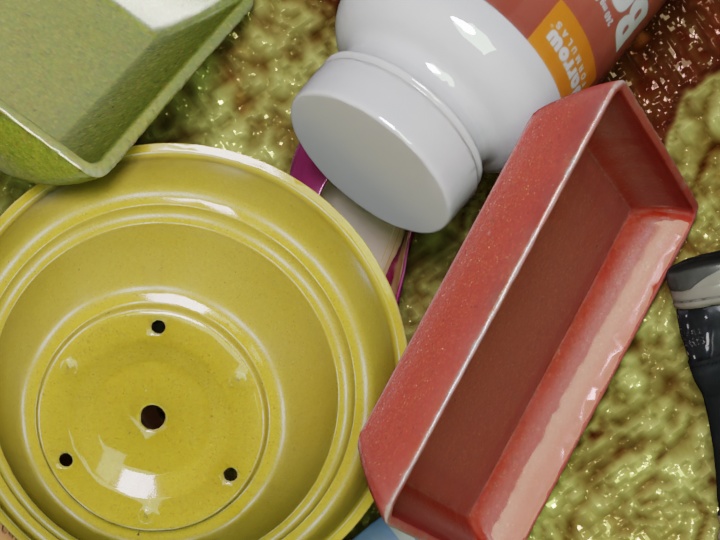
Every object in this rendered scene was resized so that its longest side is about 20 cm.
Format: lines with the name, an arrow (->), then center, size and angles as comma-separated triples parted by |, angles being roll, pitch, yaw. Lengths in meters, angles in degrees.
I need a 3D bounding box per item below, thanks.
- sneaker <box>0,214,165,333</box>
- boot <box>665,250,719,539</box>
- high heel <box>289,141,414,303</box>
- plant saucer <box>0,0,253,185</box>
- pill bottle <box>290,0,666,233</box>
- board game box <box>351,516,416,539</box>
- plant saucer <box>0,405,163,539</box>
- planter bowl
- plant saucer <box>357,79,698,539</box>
sneaker -> -0.125, -0.004, 1.043 | 0.200, 0.092, 0.076 | 2, 128, 14
boot -> 0.250, 0.057, 1.062 | 0.203, 0.073, 0.154 | -6, 93, 2
high heel -> 0.000, 0.000, 1.025 | 0.067, 0.096, 0.200 | 22, 89, -24
plant saucer -> -0.167, -0.124, 0.994 | 0.200, 0.200, 0.048 | 36, 122, -3
pill bottle -> 0.062, -0.116, 1.000 | 0.112, 0.112, 0.200 | 40, 69, -3
board game box -> 0.032, 0.218, 1.024 | 0.135, 0.034, 0.200 | -40, 66, -3
plant saucer -> -0.178, 0.106, 1.019 | 0.200, 0.032, 0.200 | 2, 107, 8
planter bowl -> -0.080, 0.052, 0.936 | 0.200, 0.083, 0.201 | 0, 99, 2
plant saucer -> 0.071, 0.027, 0.994 | 0.037, 0.200, 0.200 | 26, 85, 22
